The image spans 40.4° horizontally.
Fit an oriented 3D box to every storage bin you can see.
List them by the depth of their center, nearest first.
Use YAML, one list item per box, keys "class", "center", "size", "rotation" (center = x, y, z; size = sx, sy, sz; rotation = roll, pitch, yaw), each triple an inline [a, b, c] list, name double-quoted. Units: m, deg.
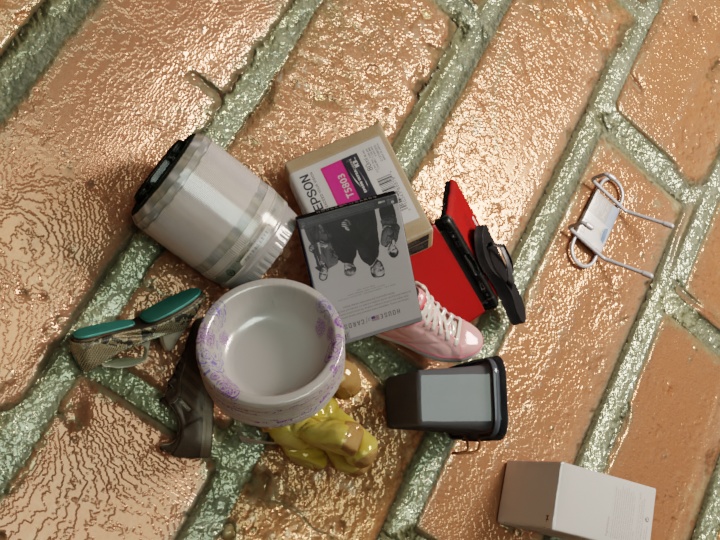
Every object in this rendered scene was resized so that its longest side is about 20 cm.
- class: "storage bin"
  center: [0.124, 0.209, 1.500]
  size: [0.134, 0.200, 0.146]
  rotation: [2, 80, -16]

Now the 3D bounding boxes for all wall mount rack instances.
- class: "wall mount rack"
  center: [0.473, -0.078, 1.790]
  size: [0.173, 0.074, 0.201]
  rotation: [37, 67, -17]

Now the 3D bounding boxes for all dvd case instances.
- class: "dvd case"
  center: [0.000, 0.000, 1.410]
  size: [0.149, 0.025, 0.201]
  rotation: [-15, 110, -9]

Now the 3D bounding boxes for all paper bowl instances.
- class: "paper bowl"
  center: [-0.119, 0.119, 1.334]
  size: [0.199, 0.105, 0.202]
  rotation: [-1, 54, 1]

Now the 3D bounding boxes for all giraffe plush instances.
- class: "giraffe plush"
  center: [-0.060, 0.192, 1.432]
  size: [0.199, 0.173, 0.163]
  rotation: [14, 63, 1]

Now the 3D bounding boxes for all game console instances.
- class: "game console"
  center: [0.137, -0.015, 1.601]
  size: [0.200, 0.118, 0.173]
  rotation: [57, 28, -33]

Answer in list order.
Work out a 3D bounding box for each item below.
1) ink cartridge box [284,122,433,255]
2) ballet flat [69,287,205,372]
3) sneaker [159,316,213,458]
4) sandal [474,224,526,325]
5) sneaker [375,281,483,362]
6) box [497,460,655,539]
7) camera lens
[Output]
- class: "ink cartridge box"
  center: [-0.003, -0.100, 1.486]
  size: [0.164, 0.075, 0.201]
  rotation: [-24, 72, -7]
- class: "ballet flat"
  center: [-0.306, 0.090, 1.371]
  size: [0.199, 0.068, 0.076]
  rotation: [-22, 113, -23]
- class: "sneaker"
  center: [-0.244, 0.163, 1.379]
  size: [0.075, 0.070, 0.201]
  rotation: [1, 73, -11]
- class: "sandal"
  center: [0.238, 0.000, 1.610]
  size: [0.201, 0.043, 0.076]
  rotation: [58, 28, -30]
- class: "sneaker"
  center: [0.108, 0.078, 1.513]
  size: [0.199, 0.105, 0.076]
  rotation: [17, 56, -7]
- class: "box"
  center: [0.353, 0.385, 1.598]
  size: [0.199, 0.152, 0.107]
  rotation: [20, 73, -23]
- class: "camera lens"
  center: [-0.210, -0.083, 1.389]
  size: [0.200, 0.160, 0.160]
  rotation: [38, 66, -16]
